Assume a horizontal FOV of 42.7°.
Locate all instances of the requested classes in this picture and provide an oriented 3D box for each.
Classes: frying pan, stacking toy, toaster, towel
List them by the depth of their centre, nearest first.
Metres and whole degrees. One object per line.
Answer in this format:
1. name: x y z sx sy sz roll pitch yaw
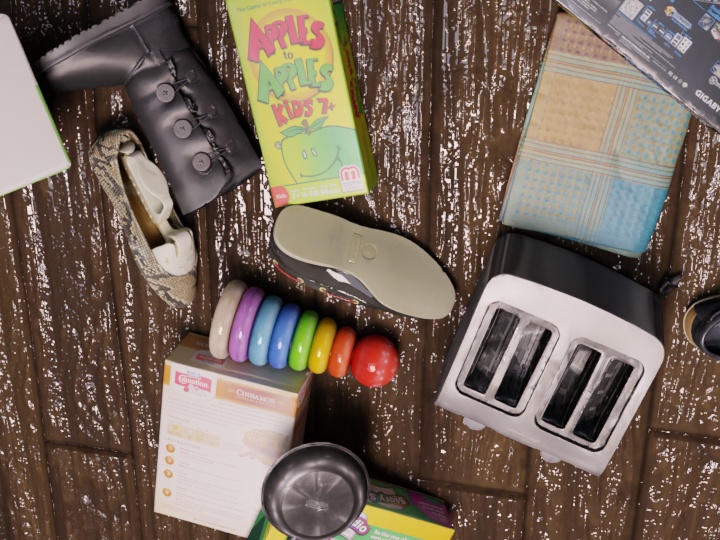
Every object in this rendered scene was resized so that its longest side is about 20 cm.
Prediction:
1. towel: 0.222 -0.122 0.850 0.144 0.022 0.203 15 112 7
2. toaster: 0.185 0.074 0.882 0.178 0.119 0.203 23 115 4
3. frying pan: -0.071 0.256 0.940 0.190 0.031 0.115 -45 111 6
4. stacking toy: -0.056 0.077 0.970 0.197 0.086 0.087 17 114 4

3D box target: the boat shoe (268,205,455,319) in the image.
1. boat shoe: 0.001 -0.002 0.934 0.198 0.075 0.063 23 156 -7

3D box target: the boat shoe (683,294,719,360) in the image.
1. boat shoe: 0.399 0.040 0.843 0.197 0.062 0.076 -14 105 18

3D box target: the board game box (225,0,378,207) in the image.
1. board game box: -0.054 -0.170 0.887 0.100 0.048 0.203 -6 109 17

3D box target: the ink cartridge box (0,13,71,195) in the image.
1. ink cartridge box: -0.367 -0.152 0.896 0.199 0.083 0.148 7 121 60

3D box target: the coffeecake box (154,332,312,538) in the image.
1. coffeecake box: -0.144 0.189 1.037 0.151 0.073 0.203 13 114 8

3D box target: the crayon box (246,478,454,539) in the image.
1. crayon box: -0.023 0.312 1.019 0.197 0.058 0.175 20 108 -18

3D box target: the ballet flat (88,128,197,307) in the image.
1. ballet flat: -0.215 -0.054 0.960 0.075 0.068 0.203 -14 106 44

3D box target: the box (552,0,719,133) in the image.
1. box: 0.276 -0.237 0.763 0.199 0.046 0.160 37 106 -2

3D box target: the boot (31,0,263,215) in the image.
1. boot: -0.211 -0.146 0.909 0.163 0.066 0.202 -29 105 0
